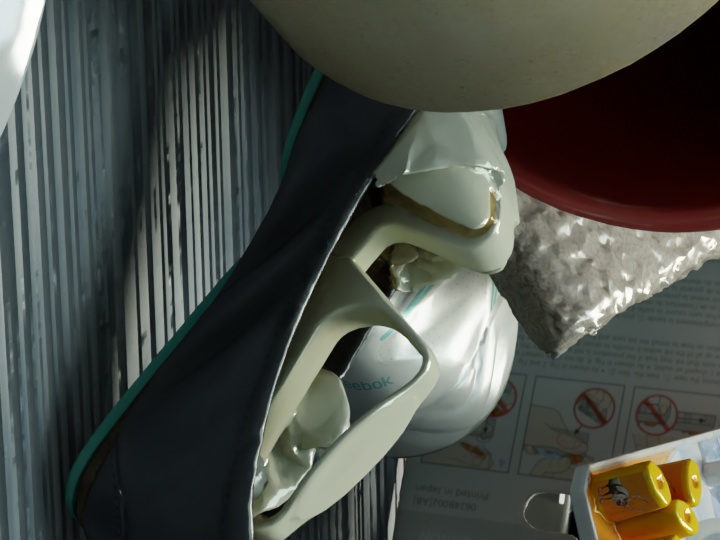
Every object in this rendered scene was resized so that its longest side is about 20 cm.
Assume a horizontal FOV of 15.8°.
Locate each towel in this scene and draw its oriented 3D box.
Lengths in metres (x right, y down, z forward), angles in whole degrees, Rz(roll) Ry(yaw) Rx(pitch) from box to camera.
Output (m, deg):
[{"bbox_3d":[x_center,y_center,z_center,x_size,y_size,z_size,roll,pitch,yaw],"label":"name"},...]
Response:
[{"bbox_3d":[0.083,-0.059,0.843,0.200,0.034,0.133,-27,84,-50],"label":"towel"}]

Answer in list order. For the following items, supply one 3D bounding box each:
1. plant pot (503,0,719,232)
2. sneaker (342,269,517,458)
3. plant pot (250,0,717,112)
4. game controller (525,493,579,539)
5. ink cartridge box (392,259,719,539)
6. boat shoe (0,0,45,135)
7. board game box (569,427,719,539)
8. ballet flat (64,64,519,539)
[{"bbox_3d":[0.124,-0.117,0.764,0.177,0.199,0.202,-13,107,-57],"label":"plant pot"},{"bbox_3d":[0.029,-0.042,0.845,0.080,0.070,0.201,58,37,-45],"label":"sneaker"},{"bbox_3d":[-0.007,-0.162,0.589,0.200,0.186,0.189,34,62,-51],"label":"plant pot"},{"bbox_3d":[0.072,0.076,1.057,0.104,0.042,0.202,19,75,-55],"label":"game controller"},{"bbox_3d":[0.108,0.023,0.947,0.047,0.159,0.201,50,48,-63],"label":"ink cartridge box"},{"bbox_3d":[-0.097,-0.110,0.477,0.066,0.070,0.202,2,95,-53],"label":"boat shoe"},{"bbox_3d":[0.144,0.144,0.794,0.199,0.026,0.201,-7,81,-56],"label":"board game box"},{"bbox_3d":[0.000,0.000,0.683,0.201,0.073,0.073,-59,154,-13],"label":"ballet flat"}]
